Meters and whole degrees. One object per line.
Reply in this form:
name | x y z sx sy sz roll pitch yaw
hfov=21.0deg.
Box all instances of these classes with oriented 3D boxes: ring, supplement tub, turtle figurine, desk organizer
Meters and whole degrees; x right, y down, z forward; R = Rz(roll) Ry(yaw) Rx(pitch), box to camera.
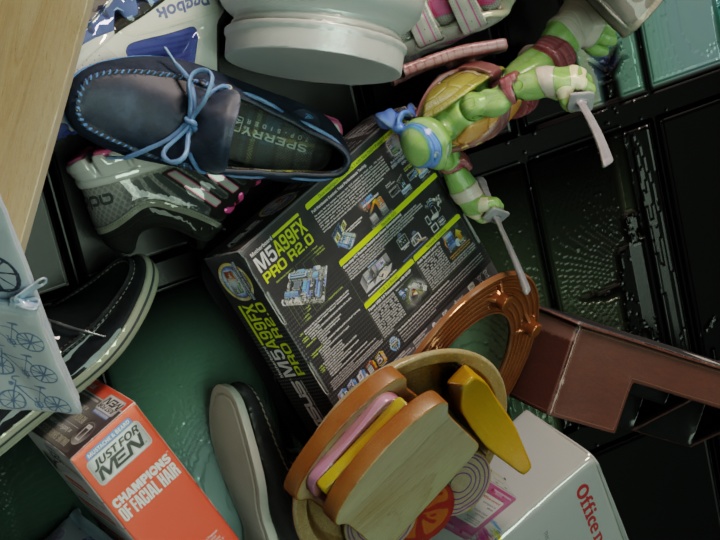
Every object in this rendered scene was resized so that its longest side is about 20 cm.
ring | 0.076 0.091 1.452 0.200 0.019 0.201 -40 150 -29
supplement tub | -0.022 -0.237 1.324 0.145 0.145 0.201 8 86 -28
turtle figurine | 0.127 -0.099 1.412 0.194 0.199 0.144 -46 146 -40
desk organizer | 0.224 0.094 1.564 0.199 0.072 0.077 17 93 -28

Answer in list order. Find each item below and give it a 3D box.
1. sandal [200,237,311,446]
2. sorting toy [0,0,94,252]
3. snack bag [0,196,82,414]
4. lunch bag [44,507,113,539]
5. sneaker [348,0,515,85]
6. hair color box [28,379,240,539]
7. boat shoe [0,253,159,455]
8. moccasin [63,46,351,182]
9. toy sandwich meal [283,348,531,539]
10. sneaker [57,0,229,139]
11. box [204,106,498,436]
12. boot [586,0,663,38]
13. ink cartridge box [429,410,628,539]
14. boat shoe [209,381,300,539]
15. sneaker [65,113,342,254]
sandal | -0.046 0.059 1.418 0.045 0.075 0.200 -22 113 26
sorting toy | -0.278 -0.124 1.231 0.198 0.070 0.201 16 92 5
snack bag | -0.281 0.013 1.214 0.021 0.188 0.200 -69 156 -44
lunch bag | -0.194 0.278 1.312 0.170 0.200 0.127 -42 114 -15
sneaker | 0.057 -0.205 1.417 0.200 0.088 0.081 -39 113 -15
hair color box | -0.144 0.173 1.369 0.064 0.111 0.200 -42 115 -15
boat shoe | -0.221 0.054 1.332 0.200 0.075 0.062 -42 121 -9
moccasin | -0.095 -0.102 1.286 0.199 0.068 0.081 5 102 -25
toy sandwich meal | 0.038 0.139 1.356 0.205 0.070 0.206 -23 134 -26
sneaker | -0.157 -0.131 1.327 0.200 0.080 0.115 -48 114 -13
box | 0.000 0.000 1.406 0.200 0.044 0.161 -44 111 -36
boot | 0.162 -0.287 1.411 0.200 0.073 0.182 36 60 -2
ink cartridge box | 0.102 0.229 1.498 0.200 0.085 0.145 -37 133 -15
boat shoe | -0.060 0.166 1.432 0.060 0.074 0.201 -23 111 -21
sneaker | -0.105 -0.062 1.371 0.199 0.074 0.088 -15 105 -19
